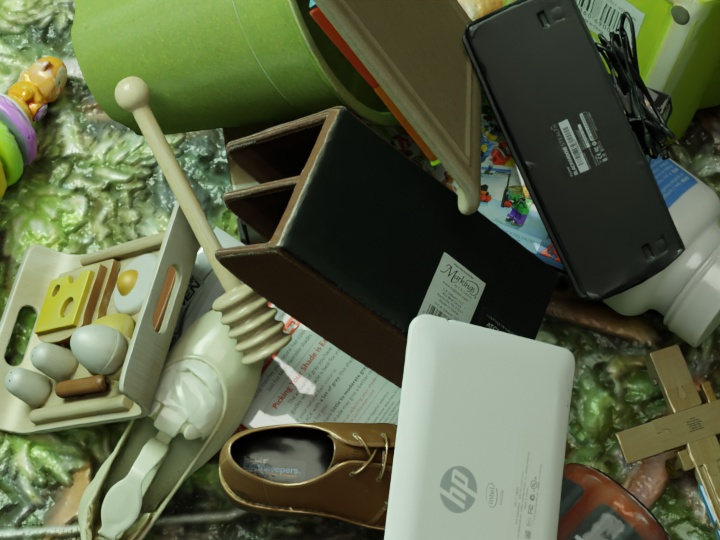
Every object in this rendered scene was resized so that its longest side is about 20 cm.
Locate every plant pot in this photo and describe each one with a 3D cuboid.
[{"bbox_3d":[0.222,-0.226,1.157,0.200,0.199,0.181,40,58,18],"label":"plant pot"},{"bbox_3d":[-0.083,-0.170,1.062,0.190,0.200,0.200,-14,64,28],"label":"plant pot"}]

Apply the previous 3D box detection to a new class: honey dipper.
[{"bbox_3d":[-0.107,-0.033,1.032,0.038,0.038,0.200,-30,97,-11],"label":"honey dipper"}]

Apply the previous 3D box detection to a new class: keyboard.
[{"bbox_3d":[0.150,-0.087,1.037,0.104,0.040,0.200,-24,95,6],"label":"keyboard"}]

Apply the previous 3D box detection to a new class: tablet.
[{"bbox_3d":[0.072,0.135,0.964,0.130,0.014,0.200,15,76,-32],"label":"tablet"}]

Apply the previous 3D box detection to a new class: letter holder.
[{"bbox_3d":[0.000,0.000,1.033,0.200,0.142,0.101,35,66,-29],"label":"letter holder"}]

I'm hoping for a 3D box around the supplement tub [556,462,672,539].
[{"bbox_3d":[0.107,0.227,1.041,0.200,0.107,0.107,-43,73,-15],"label":"supplement tub"}]

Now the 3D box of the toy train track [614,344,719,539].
[{"bbox_3d":[0.244,0.151,1.114,0.115,0.033,0.200,-16,74,-13],"label":"toy train track"}]

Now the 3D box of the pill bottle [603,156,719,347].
[{"bbox_3d":[0.186,-0.038,1.147,0.200,0.112,0.112,40,73,16],"label":"pill bottle"}]

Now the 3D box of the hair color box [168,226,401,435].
[{"bbox_3d":[-0.053,0.072,1.130,0.200,0.064,0.111,34,72,11],"label":"hair color box"}]

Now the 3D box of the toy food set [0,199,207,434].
[{"bbox_3d":[-0.192,0.031,1.098,0.060,0.200,0.144,31,62,-35],"label":"toy food set"}]

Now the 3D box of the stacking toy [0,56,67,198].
[{"bbox_3d":[-0.287,-0.094,1.194,0.110,0.116,0.200,34,58,13],"label":"stacking toy"}]

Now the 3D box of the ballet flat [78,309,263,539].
[{"bbox_3d":[-0.130,0.114,1.067,0.069,0.069,0.200,35,103,14],"label":"ballet flat"}]

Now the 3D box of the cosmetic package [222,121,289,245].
[{"bbox_3d":[-0.068,-0.113,1.186,0.071,0.105,0.200,-10,66,-2],"label":"cosmetic package"}]

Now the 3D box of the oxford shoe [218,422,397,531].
[{"bbox_3d":[0.007,0.130,1.038,0.200,0.071,0.071,-1,68,-3],"label":"oxford shoe"}]

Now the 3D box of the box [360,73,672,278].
[{"bbox_3d":[0.095,-0.088,1.098,0.200,0.038,0.137,22,87,17],"label":"box"}]

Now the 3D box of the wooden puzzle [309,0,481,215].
[{"bbox_3d":[0.020,-0.154,0.976,0.037,0.200,0.185,-22,34,21],"label":"wooden puzzle"}]
